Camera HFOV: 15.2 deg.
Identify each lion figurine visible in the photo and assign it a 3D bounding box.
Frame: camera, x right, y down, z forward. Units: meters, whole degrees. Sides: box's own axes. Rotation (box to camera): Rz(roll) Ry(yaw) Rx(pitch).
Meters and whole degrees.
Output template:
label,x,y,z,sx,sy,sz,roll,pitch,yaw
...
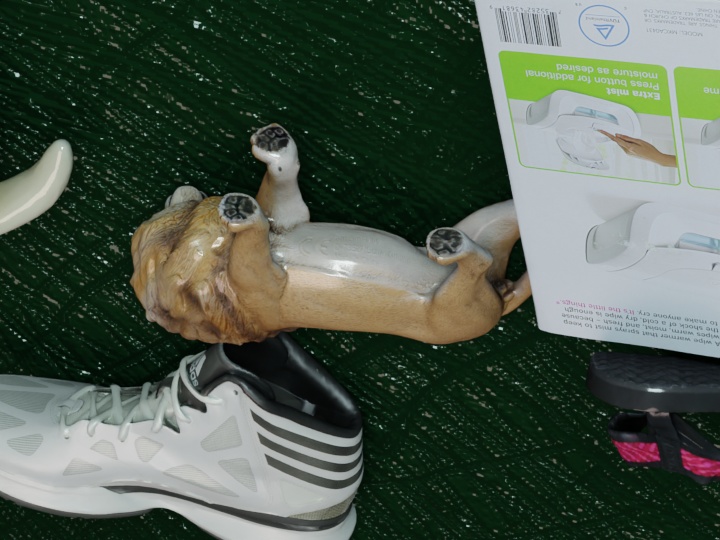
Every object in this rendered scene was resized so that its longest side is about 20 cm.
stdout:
label,x,y,z,sx,sy,sz,roll,pitch,yaw
lion figurine,0.000,0.000,1.114,0.200,0.073,0.123,14,147,6

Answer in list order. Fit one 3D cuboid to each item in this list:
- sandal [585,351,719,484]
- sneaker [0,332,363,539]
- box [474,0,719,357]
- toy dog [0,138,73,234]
label,x,y,z,sx,sy,sz,roll,pitch,yaw
sandal,0.130,0.058,1.041,0.075,0.045,0.200,10,178,13
sneaker,-0.092,0.057,1.234,0.200,0.076,0.115,13,131,1
box,0.156,-0.055,0.951,0.200,0.097,0.177,6,138,21
toy dog,-0.217,-0.085,1.078,0.194,0.140,0.200,15,138,8
